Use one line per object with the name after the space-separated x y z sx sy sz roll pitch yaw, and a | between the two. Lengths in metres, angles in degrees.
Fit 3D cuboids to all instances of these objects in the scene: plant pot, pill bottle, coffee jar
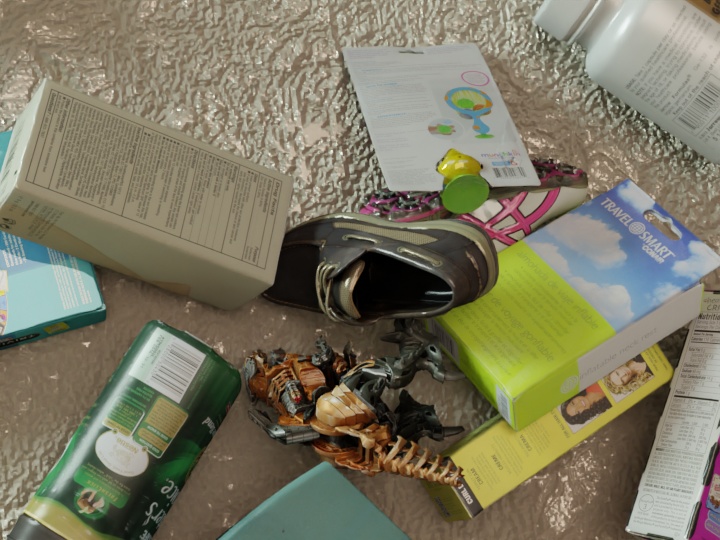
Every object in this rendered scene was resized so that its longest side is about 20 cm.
-0.063 0.239 0.936 0.141 0.141 0.200 42 70 1 | plant pot
0.248 -0.186 1.108 0.199 0.114 0.115 34 73 -1 | pill bottle
-0.167 0.140 0.956 0.085 0.104 0.201 31 74 1 | coffee jar

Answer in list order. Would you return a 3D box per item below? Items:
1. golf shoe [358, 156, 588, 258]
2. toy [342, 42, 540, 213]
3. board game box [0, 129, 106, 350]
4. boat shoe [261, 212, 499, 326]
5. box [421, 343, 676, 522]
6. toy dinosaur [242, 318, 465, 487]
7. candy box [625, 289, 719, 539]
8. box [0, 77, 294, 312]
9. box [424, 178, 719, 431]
0.092 -0.034 1.074 0.199 0.073 0.093 -16 112 -19 | golf shoe
0.057 -0.110 1.060 0.114 0.047 0.200 -3 37 -11 | toy
-0.304 -0.011 0.995 0.199 0.047 0.152 -16 80 -14 | board game box
0.000 0.000 0.987 0.073 0.199 0.075 -36 116 -54 | boat shoe
0.141 0.117 1.037 0.199 0.075 0.050 -32 86 -17 | box
0.000 0.107 0.979 0.135 0.103 0.200 -20 55 -35 | toy dinosaur
0.288 0.133 1.036 0.136 0.061 0.201 35 69 -37 | candy box
-0.156 -0.050 0.983 0.199 0.078 0.096 22 62 -22 | box
0.161 0.021 1.028 0.199 0.048 0.122 -29 51 -15 | box
